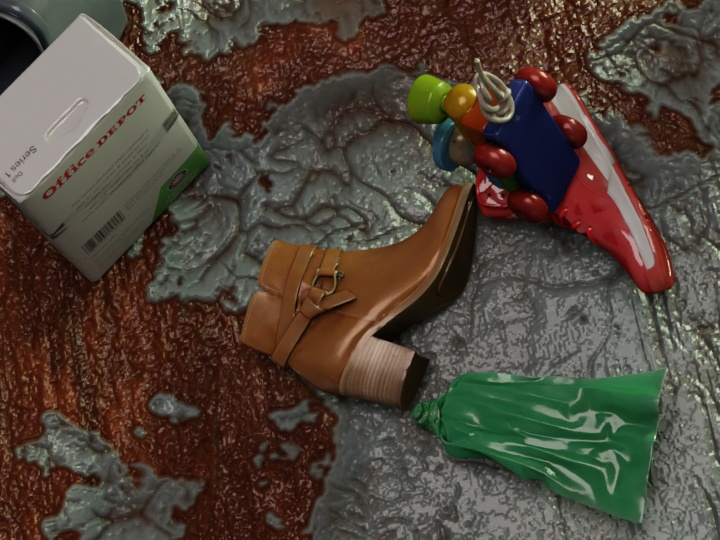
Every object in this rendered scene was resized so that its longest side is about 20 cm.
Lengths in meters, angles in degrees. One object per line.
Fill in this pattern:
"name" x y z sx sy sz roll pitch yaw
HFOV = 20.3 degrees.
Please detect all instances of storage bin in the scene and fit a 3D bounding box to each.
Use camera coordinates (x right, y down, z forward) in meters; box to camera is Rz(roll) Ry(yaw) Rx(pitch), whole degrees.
"storage bin" -0.280 -0.217 1.686 0.144 0.201 0.135 19 65 17

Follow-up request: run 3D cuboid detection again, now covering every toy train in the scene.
"toy train" 0.083 -0.123 1.517 0.115 0.200 0.085 20 74 35

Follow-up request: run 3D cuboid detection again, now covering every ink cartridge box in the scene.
"ink cartridge box" -0.218 -0.095 1.617 0.084 0.200 0.146 41 82 20

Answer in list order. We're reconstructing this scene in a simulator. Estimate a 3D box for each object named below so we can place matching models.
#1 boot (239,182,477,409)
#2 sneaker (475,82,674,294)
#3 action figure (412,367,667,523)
"boot" 0.000 0.000 1.613 0.154 0.074 0.201 19 73 21
"sneaker" 0.164 -0.043 1.603 0.115 0.078 0.201 -30 56 9
"action figure" 0.133 0.122 1.553 0.198 0.055 0.119 8 74 21
